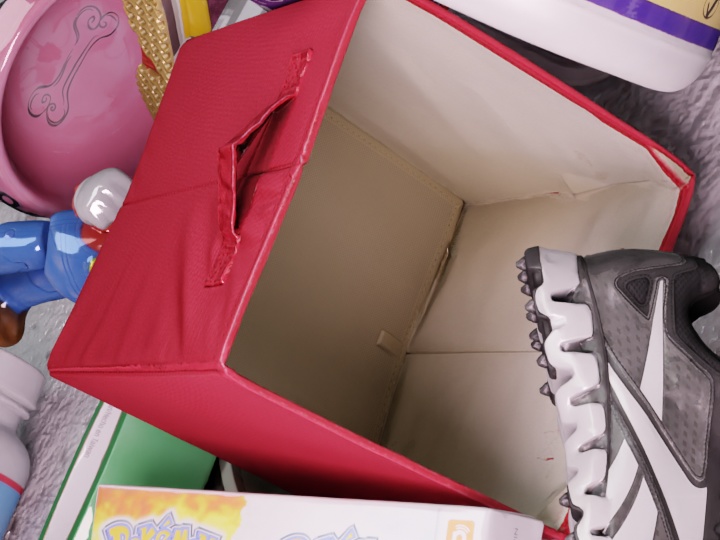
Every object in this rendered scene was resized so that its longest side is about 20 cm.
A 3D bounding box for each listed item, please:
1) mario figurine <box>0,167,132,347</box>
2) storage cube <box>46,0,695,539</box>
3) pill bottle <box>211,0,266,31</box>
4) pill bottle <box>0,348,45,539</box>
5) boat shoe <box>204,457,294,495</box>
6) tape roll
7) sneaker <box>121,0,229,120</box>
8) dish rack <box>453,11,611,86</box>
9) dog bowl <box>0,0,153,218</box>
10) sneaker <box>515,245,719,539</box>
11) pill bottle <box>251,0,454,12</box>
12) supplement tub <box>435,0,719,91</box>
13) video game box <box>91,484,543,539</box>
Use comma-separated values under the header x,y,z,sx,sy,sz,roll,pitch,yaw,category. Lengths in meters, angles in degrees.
x,y,z,sx,sy,sz,roll,pitch,yaw,category
-0.137,0.001,1.204,0.199,0.123,0.106,-15,90,24,mario figurine
0.000,0.000,0.940,0.180,0.200,0.172,-6,60,60,storage cube
0.005,-0.152,1.135,0.201,0.114,0.114,-61,31,-3,pill bottle
-0.257,0.138,1.278,0.109,0.109,0.201,0,65,55,pill bottle
-0.040,0.151,0.986,0.061,0.072,0.201,-47,35,13,boat shoe
-0.117,0.112,1.086,0.200,0.048,0.201,-156,90,-80,tape roll
-0.075,-0.123,1.220,0.090,0.200,0.075,-28,63,-14,sneaker
0.069,-0.198,1.041,0.200,0.044,0.172,30,89,20,dish rack
-0.161,-0.117,1.284,0.074,0.200,0.201,35,94,39,dog bowl
0.116,0.078,0.819,0.090,0.067,0.201,-10,69,4,sneaker
-0.022,-0.164,0.935,0.112,0.200,0.113,-3,82,19,pill bottle
0.098,-0.183,0.834,0.145,0.145,0.201,39,109,59,supplement tub
-0.030,0.180,0.880,0.199,0.047,0.183,-1,75,35,video game box
